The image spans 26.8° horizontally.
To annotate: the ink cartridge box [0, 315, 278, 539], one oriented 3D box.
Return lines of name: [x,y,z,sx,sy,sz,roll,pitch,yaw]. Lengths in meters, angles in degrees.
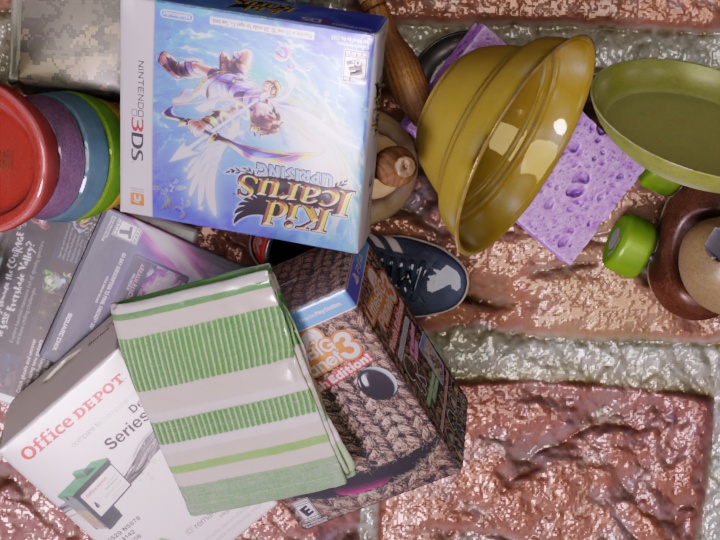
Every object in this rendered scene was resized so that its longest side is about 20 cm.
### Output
ink cartridge box: [-0.188,0.157,1.293,0.146,0.084,0.200,-40,110,11]

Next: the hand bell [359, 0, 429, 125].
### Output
hand bell: [0.015,-0.217,1.267,0.104,0.104,0.201,-24,87,-1]

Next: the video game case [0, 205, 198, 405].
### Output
video game case: [-0.258,0.030,1.336,0.181,0.023,0.201,18,95,-6]

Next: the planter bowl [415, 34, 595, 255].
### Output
planter bowl: [0.103,-0.118,1.230,0.083,0.200,0.201,32,93,20]

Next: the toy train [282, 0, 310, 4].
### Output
toy train: [-0.081,-0.164,1.250,0.085,0.114,0.201,3,136,15]

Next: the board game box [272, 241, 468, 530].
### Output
board game box: [-0.026,0.094,1.269,0.159,0.097,0.200,-24,116,20]

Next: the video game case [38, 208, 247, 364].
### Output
video game case: [-0.160,0.048,1.326,0.199,0.019,0.143,24,93,-13]

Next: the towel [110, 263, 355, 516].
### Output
towel: [-0.103,0.098,1.207,0.152,0.023,0.201,-13,113,16]

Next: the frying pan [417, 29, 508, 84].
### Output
frying pan: [0.114,-0.122,1.344,0.115,0.031,0.191,-28,94,1]

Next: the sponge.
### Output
sponge: [0.142,-0.109,1.321,0.200,0.030,0.112,38,92,-17]

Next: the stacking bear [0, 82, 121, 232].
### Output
stacking bear: [-0.228,-0.096,1.248,0.113,0.200,0.122,11,102,32]

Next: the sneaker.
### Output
sneaker: [0.000,0.000,1.318,0.199,0.085,0.075,11,95,-5]

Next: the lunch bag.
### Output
lunch bag: [-0.205,-0.244,1.262,0.163,0.118,0.201,3,91,-4]

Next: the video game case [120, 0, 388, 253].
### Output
video game case: [-0.086,-0.116,1.161,0.199,0.045,0.182,10,120,10]

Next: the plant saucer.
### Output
plant saucer: [0.288,-0.119,1.287,0.199,0.200,0.031,10,125,-5]

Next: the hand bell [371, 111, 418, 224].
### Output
hand bell: [0.016,-0.085,1.248,0.104,0.200,0.105,-1,95,-9]

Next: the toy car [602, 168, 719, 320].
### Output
toy car: [0.320,-0.024,1.279,0.164,0.200,0.158,23,94,-6]
